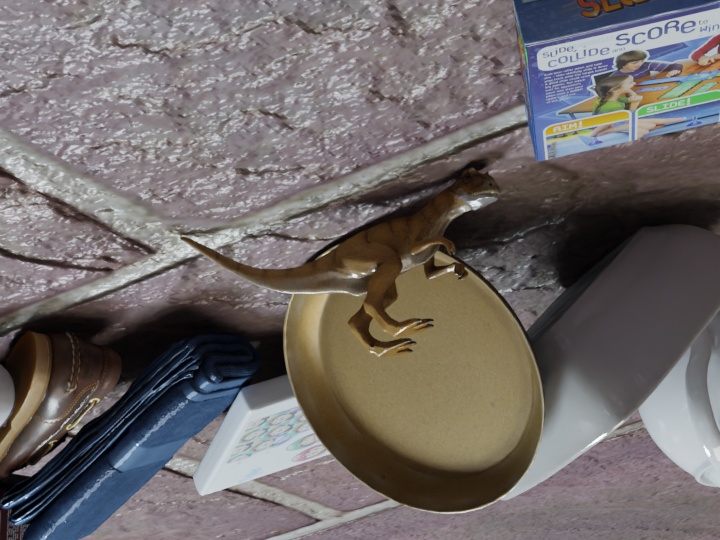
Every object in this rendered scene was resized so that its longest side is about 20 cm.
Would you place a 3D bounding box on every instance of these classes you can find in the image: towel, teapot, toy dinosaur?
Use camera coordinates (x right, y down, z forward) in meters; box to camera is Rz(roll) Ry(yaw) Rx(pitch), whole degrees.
[{"bbox_3d":[-0.163,0.120,1.207,0.200,0.049,0.112,-44,167,14],"label":"towel"},{"bbox_3d":[0.323,0.120,1.378,0.199,0.147,0.198,-3,156,-15],"label":"teapot"},{"bbox_3d":[0.000,0.000,1.048,0.199,0.107,0.060,-20,162,6],"label":"toy dinosaur"}]

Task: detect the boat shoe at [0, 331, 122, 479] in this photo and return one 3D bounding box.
[{"bbox_3d":[-0.234,0.104,1.196,0.070,0.071,0.200,7,153,-31],"label":"boat shoe"}]

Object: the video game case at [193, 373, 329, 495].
[{"bbox_3d":[-0.029,0.112,1.313,0.181,0.024,0.200,-16,161,-23],"label":"video game case"}]

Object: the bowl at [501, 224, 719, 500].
[{"bbox_3d":[0.160,0.054,1.164,0.200,0.075,0.200,-43,177,-33],"label":"bowl"}]

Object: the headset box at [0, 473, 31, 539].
[{"bbox_3d":[-0.316,0.193,1.250,0.148,0.076,0.200,6,-178,23],"label":"headset box"}]

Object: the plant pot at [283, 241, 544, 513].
[{"bbox_3d":[0.038,0.067,1.116,0.200,0.201,0.027,-31,-177,40],"label":"plant pot"}]

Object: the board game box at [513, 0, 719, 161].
[{"bbox_3d":[0.185,-0.123,0.898,0.199,0.035,0.136,-12,156,3],"label":"board game box"}]

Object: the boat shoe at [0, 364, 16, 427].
[{"bbox_3d":[-0.302,0.108,1.179,0.199,0.072,0.066,-24,155,33],"label":"boat shoe"}]
